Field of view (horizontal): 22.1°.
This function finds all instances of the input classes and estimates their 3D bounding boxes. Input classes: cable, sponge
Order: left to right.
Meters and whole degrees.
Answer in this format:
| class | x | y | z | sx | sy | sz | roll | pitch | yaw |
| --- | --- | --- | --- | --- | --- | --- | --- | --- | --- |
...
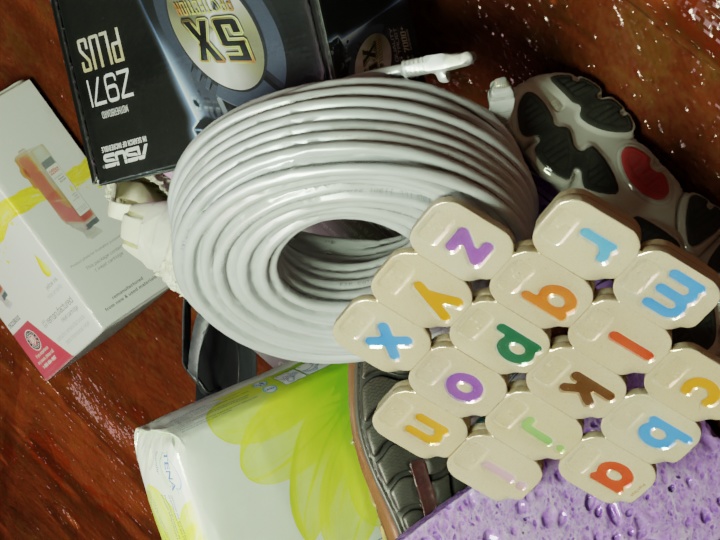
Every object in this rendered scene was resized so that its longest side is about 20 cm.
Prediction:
| class | x | y | z | sx | sy | sz | roll | pitch | yaw |
| --- | --- | --- | --- | --- | --- | --- | --- | --- | --- |
| cable | -0.003 | -0.022 | 0.991 | 0.200 | 0.069 | 0.200 | -9 | 143 | 9 |
| sponge | 0.125 | 0.146 | 1.057 | 0.112 | 0.200 | 0.030 | 54 | 166 | 2 |

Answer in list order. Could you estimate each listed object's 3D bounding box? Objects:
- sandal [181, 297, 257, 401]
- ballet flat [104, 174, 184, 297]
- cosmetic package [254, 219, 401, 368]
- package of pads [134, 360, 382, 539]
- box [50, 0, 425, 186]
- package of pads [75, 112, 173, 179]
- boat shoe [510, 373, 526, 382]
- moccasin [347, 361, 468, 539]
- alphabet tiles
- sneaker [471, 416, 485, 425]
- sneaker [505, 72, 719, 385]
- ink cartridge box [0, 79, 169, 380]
| class | x | y | z | sx | sy | sz | roll | pitch | yaw |
| --- | --- | --- | --- | --- | --- | --- | --- | --- | --- |
| sandal | -0.104 | 0.019 | 1.284 | 0.076 | 0.043 | 0.200 | 10 | 99 | 63 |
| ballet flat | -0.139 | -0.031 | 1.267 | 0.200 | 0.072 | 0.072 | -133 | 22 | -65 |
| cosmetic package | 0.000 | 0.000 | 1.180 | 0.107 | 0.090 | 0.200 | 39 | 141 | 15 |
| package of pads | -0.043 | 0.163 | 1.137 | 0.068 | 0.154 | 0.200 | 0 | 110 | 58 |
| box | -0.078 | -0.149 | 1.063 | 0.200 | 0.086 | 0.164 | -9 | 95 | 38 |
| package of pads | -0.104 | -0.118 | 1.209 | 0.200 | 0.076 | 0.121 | 33 | 140 | 27 |
| boat shoe | 0.154 | 0.131 | 1.137 | 0.200 | 0.069 | 0.057 | 54 | -179 | -10 |
| moccasin | 0.038 | 0.124 | 1.098 | 0.078 | 0.074 | 0.201 | 160 | 89 | -79 |
| alphabet tiles | 0.094 | 0.044 | 0.966 | 0.196 | 0.015 | 0.200 | 30 | 128 | -10 |
| sneaker | 0.066 | 0.084 | 1.176 | 0.089 | 0.075 | 0.200 | 53 | 159 | 26 |
| sneaker | 0.146 | -0.019 | 1.014 | 0.200 | 0.081 | 0.083 | 57 | 161 | 12 |
| ink cartridge box | -0.258 | -0.030 | 1.468 | 0.200 | 0.083 | 0.145 | 54 | 147 | 0 |
